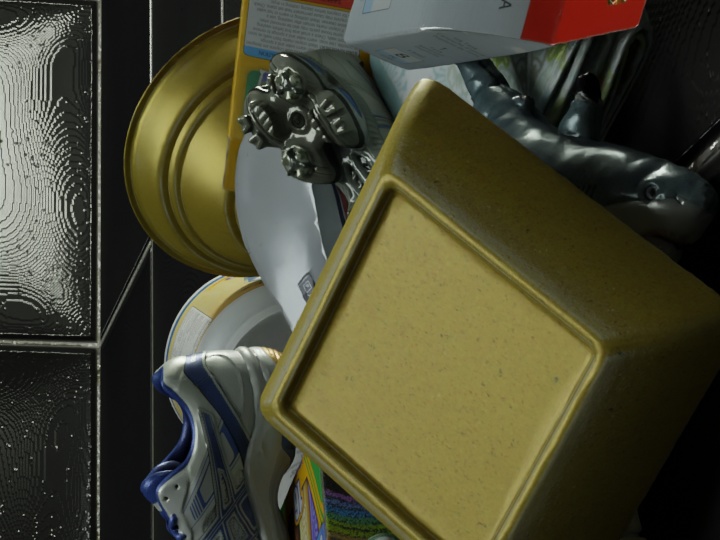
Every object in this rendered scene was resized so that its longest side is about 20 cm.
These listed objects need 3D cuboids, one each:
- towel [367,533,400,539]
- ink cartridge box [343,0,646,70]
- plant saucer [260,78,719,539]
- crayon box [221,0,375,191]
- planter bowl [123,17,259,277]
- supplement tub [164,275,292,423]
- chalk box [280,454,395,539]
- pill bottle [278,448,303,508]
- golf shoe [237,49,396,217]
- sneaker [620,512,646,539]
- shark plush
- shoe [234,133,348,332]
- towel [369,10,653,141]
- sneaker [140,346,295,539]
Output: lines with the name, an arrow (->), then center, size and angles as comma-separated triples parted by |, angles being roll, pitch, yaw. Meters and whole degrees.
towel -> 0.066, 0.191, 1.260 | 0.031, 0.149, 0.200 | -49, 6, -3
ink cartridge box -> 0.078, -0.186, 1.263 | 0.200, 0.047, 0.160 | -3, 68, 59
plant saucer -> 0.045, 0.047, 1.191 | 0.200, 0.048, 0.200 | 39, 118, 26
crayon box -> -0.007, -0.135, 1.524 | 0.052, 0.126, 0.200 | -68, -12, -63
planter bowl -> -0.050, -0.064, 1.731 | 0.083, 0.200, 0.201 | -125, 38, -54
supplement tub -> -0.055, 0.075, 1.827 | 0.200, 0.144, 0.145 | -159, 71, -76
chalk box -> 0.028, 0.203, 1.473 | 0.124, 0.125, 0.200 | 112, 158, -58
pill bottle -> 0.000, 0.189, 1.623 | 0.114, 0.114, 0.200 | 105, 162, -45
golf shoe -> 0.027, -0.047, 1.457 | 0.078, 0.097, 0.200 | -40, 83, 36
sneaker -> 0.104, 0.115, 1.272 | 0.087, 0.075, 0.200 | 108, 161, -68
shark plush -> 0.105, -0.055, 1.262 | 0.083, 0.091, 0.200 | -63, 29, 23
shoe -> 0.000, 0.000, 1.505 | 0.071, 0.091, 0.200 | -44, 59, 38
towel -> 0.075, -0.124, 1.377 | 0.171, 0.048, 0.200 | -65, 37, 35
sneaker -> -0.086, 0.144, 1.519 | 0.075, 0.088, 0.200 | 174, 97, -76
